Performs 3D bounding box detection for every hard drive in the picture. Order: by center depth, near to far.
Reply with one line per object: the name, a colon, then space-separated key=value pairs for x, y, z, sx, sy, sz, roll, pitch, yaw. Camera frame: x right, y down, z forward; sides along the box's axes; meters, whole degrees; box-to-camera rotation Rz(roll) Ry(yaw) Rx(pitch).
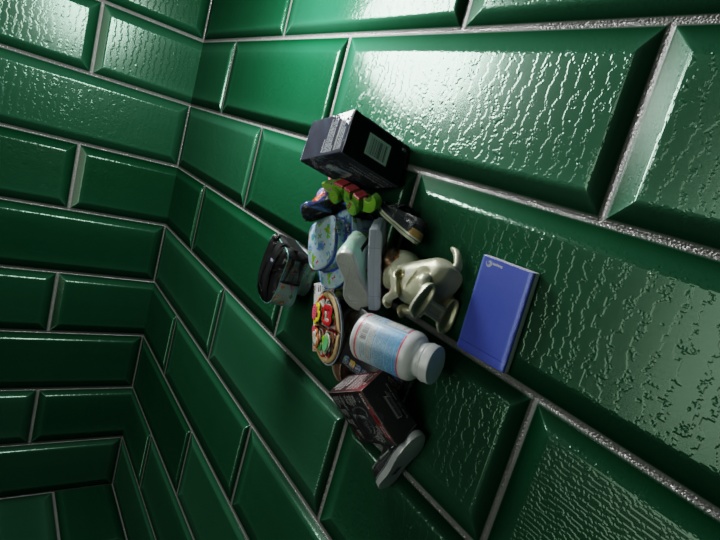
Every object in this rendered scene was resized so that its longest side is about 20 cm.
hard drive: x=0.273 y=0.083 z=1.051 sx=0.131 sy=0.025 sz=0.204 roll=27 pitch=106 yaw=52

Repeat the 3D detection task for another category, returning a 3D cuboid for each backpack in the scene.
backpack: x=-0.056 y=-0.049 z=1.413 sx=0.182 sy=0.145 sz=0.204 roll=-15 pitch=75 yaw=54
backpack: x=-0.237 y=0.011 z=1.635 sx=0.176 sy=0.152 sz=0.202 roll=41 pitch=106 yaw=50

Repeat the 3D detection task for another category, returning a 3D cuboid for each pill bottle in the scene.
pill bottle: x=0.081 y=0.173 z=1.142 sx=0.198 sy=0.108 sz=0.111 roll=18 pitch=99 yaw=35

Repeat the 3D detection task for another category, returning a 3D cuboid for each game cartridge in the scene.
game cartridge: x=0.042 y=-0.014 z=1.266 sx=0.040 sy=0.133 sz=0.204 roll=4 pitch=110 yaw=12

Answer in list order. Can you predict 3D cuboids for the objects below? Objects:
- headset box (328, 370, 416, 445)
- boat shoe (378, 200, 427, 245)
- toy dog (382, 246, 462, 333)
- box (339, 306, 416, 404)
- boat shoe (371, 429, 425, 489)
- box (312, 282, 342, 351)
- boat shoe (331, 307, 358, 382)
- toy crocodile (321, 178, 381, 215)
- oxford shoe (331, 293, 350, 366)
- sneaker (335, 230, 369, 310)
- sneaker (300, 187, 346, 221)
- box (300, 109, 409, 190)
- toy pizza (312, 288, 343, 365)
headset box: x=0.028 y=0.319 z=1.210 sx=0.150 sy=0.077 sz=0.199 roll=56 pitch=149 yaw=-4
boat shoe: x=0.103 y=-0.130 z=1.273 sx=0.063 sy=0.074 sz=0.200 roll=-54 pitch=33 yaw=10
toy dog: x=0.122 y=0.017 z=1.175 sx=0.199 sy=0.138 sz=0.197 roll=28 pitch=97 yaw=52
box: x=0.053 y=0.206 z=1.260 sx=0.199 sy=0.044 sz=0.163 roll=34 pitch=112 yaw=32
boat shoe: x=0.082 y=0.423 z=1.213 sx=0.068 sy=0.071 sz=0.202 roll=57 pitch=134 yaw=39
box: x=-0.096 y=0.135 z=1.523 sx=0.109 sy=0.034 sz=0.204 roll=-10 pitch=76 yaw=52
boat shoe: x=-0.026 y=0.204 z=1.389 sx=0.071 sy=0.075 sz=0.204 roll=11 pitch=95 yaw=49
toy crocodile: x=-0.025 y=-0.196 z=1.338 sx=0.199 sy=0.067 sz=0.063 roll=36 pitch=139 yaw=38
oxford shoe: x=-0.063 y=0.164 z=1.438 sx=0.058 sy=0.074 sz=0.204 roll=142 pitch=135 yaw=-81
sneaker: x=0.000 y=0.000 z=1.305 sx=0.072 sy=0.119 sz=0.203 roll=6 pitch=132 yaw=22
sneaker: x=-0.104 y=-0.182 z=1.409 sx=0.074 sy=0.199 sz=0.080 roll=-20 pitch=92 yaw=27
box: x=-0.016 y=-0.300 z=1.346 sx=0.198 sy=0.195 sz=0.120 roll=7 pitch=76 yaw=53
toy pizza: x=-0.097 y=0.152 z=1.395 sx=0.199 sy=0.031 sz=0.205 roll=-4 pitch=86 yaw=64
